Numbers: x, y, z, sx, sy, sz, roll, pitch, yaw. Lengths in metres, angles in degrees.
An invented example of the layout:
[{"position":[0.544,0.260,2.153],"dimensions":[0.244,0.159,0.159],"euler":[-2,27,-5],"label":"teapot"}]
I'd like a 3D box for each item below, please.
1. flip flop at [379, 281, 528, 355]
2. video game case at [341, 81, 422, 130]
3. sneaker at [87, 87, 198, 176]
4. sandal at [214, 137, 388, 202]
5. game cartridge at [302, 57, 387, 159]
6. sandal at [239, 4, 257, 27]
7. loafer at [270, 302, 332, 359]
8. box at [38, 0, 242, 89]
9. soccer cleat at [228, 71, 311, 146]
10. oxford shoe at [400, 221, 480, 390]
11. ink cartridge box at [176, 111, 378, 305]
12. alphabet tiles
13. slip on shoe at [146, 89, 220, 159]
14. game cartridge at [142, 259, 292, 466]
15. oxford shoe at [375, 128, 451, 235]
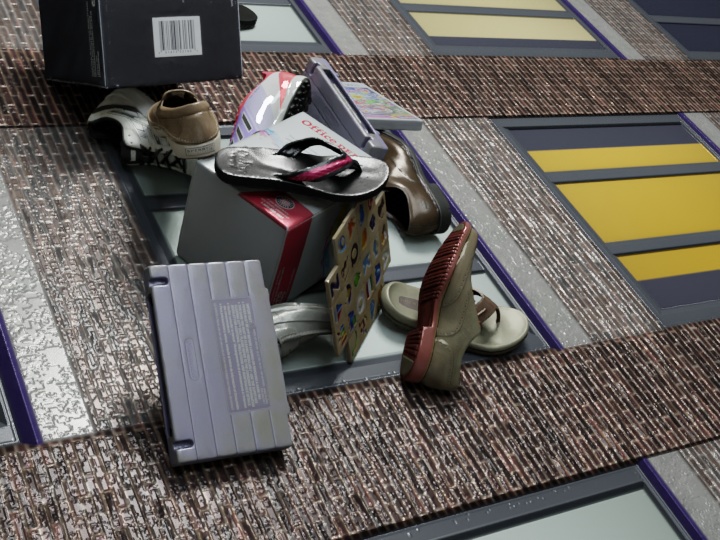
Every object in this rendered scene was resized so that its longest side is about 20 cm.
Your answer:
[{"position":[0.121,0.048,1.265],"dimensions":[0.199,0.058,0.081],"euler":[17,39,-16],"label":"flip flop"},{"position":[-0.016,-0.246,1.523],"dimensions":[0.143,0.018,0.200],"euler":[-3,25,-28],"label":"video game case"},{"position":[-0.261,-0.155,1.320],"dimensions":[0.200,0.076,0.088],"euler":[31,53,16],"label":"sneaker"},{"position":[-0.059,-0.117,1.133],"dimensions":[0.199,0.045,0.075],"euler":[3,39,-19],"label":"sandal"},{"position":[-0.041,-0.174,1.377],"dimensions":[0.038,0.130,0.200],"euler":[-2,45,-34],"label":"game cartridge"},{"position":[-0.246,-0.409,1.628],"dimensions":[0.200,0.045,0.075],"euler":[-21,56,-41],"label":"sandal"},{"position":[-0.102,0.073,1.135],"dimensions":[0.199,0.070,0.070],"euler":[-2,81,-31],"label":"loafer"},{"position":[-0.294,-0.312,1.369],"dimensions":[0.199,0.124,0.198],"euler":[-12,18,-36],"label":"box"},{"position":[-0.135,-0.182,1.322],"dimensions":[0.073,0.068,0.200],"euler":[19,56,18],"label":"soccer cleat"},{"position":[0.108,0.043,1.207],"dimensions":[0.075,0.070,0.201],"euler":[21,82,-14],"label":"oxford shoe"},{"position":[-0.091,-0.071,1.231],"dimensions":[0.145,0.145,0.200],"euler":[36,42,19],"label":"ink cartridge box"},{"position":[0.000,0.000,1.189],"dimensions":[0.006,0.167,0.200],"euler":[5,34,19],"label":"alphabet tiles"},{"position":[-0.211,-0.185,1.214],"dimensions":[0.076,0.061,0.200],"euler":[-13,24,-12],"label":"slip on shoe"},{"position":[-0.144,0.090,1.046],"dimensions":[0.129,0.038,0.201],"euler":[-2,74,-33],"label":"game cartridge"},{"position":[0.040,-0.127,1.421],"dimensions":[0.084,0.073,0.200],"euler":[-12,50,-33],"label":"oxford shoe"}]
